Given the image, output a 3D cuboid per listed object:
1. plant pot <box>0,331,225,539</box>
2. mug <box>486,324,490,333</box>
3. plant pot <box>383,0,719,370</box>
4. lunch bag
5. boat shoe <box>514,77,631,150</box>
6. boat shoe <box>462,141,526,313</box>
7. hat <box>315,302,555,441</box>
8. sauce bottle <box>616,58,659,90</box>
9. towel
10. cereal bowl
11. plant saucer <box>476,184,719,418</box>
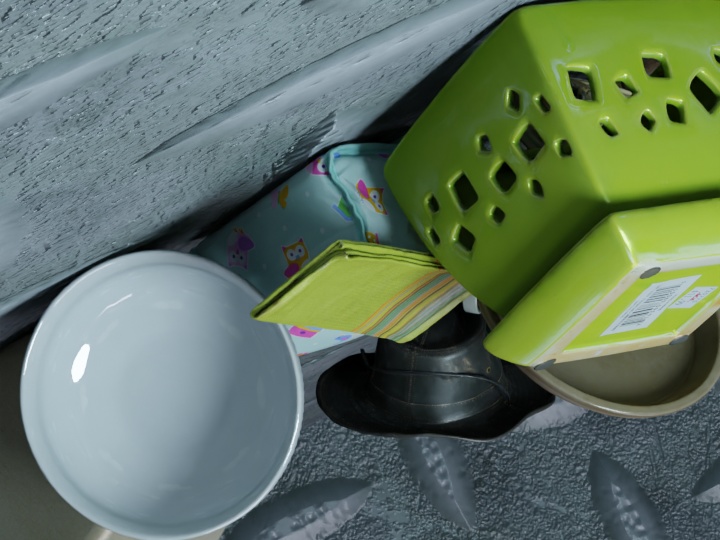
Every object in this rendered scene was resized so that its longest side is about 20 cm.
[{"bbox_3d":[-0.192,0.125,1.773,0.200,0.200,0.177,-18,159,-47],"label":"plant pot"},{"bbox_3d":[0.096,-0.001,1.931,0.185,0.152,0.114,-64,175,32],"label":"mug"},{"bbox_3d":[0.163,-0.052,1.545,0.198,0.182,0.200,-8,155,-34],"label":"plant pot"},{"bbox_3d":[0.004,-0.017,1.698,0.200,0.122,0.170,-10,162,-48],"label":"lunch bag"},{"bbox_3d":[0.179,-0.116,1.742,0.063,0.074,0.200,-38,155,31],"label":"boat shoe"},{"bbox_3d":[0.138,-0.048,1.788,0.075,0.062,0.200,82,28,-55],"label":"boat shoe"},{"bbox_3d":[0.059,0.063,1.796,0.200,0.081,0.201,0,-161,0],"label":"hat"},{"bbox_3d":[0.227,-0.141,1.843,0.065,0.065,0.200,-19,168,-44],"label":"sauce bottle"},{"bbox_3d":[0.010,0.018,1.575,0.086,0.018,0.200,-40,157,21],"label":"towel"},{"bbox_3d":[-0.135,0.088,1.620,0.199,0.201,0.083,-27,175,1],"label":"cereal bowl"},{"bbox_3d":[0.166,0.025,1.634,0.200,0.200,0.030,-21,155,-37],"label":"plant saucer"}]
